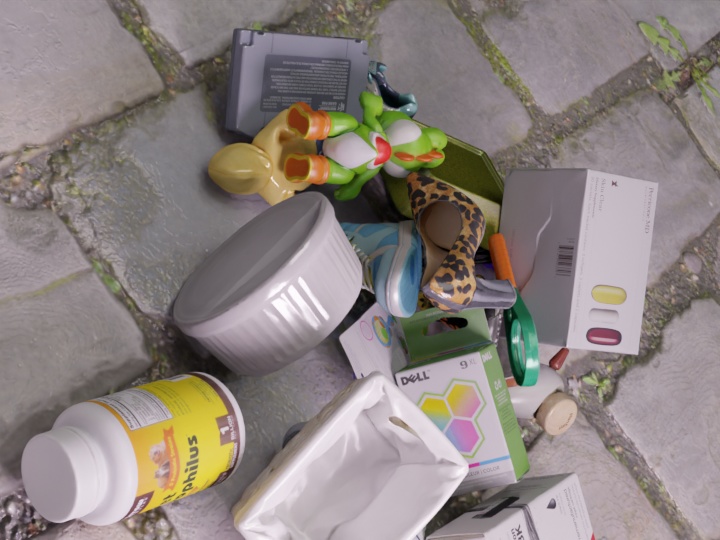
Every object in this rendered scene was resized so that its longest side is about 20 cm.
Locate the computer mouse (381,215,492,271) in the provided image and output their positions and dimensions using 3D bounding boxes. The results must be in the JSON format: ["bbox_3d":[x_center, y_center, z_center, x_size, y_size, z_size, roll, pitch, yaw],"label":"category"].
[{"bbox_3d":[0.066,-0.062,1.904,0.139,0.046,0.200,-9,49,-38],"label":"computer mouse"}]

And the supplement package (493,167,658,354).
[{"bbox_3d":[0.245,-0.012,1.813,0.110,0.155,0.203,6,90,-32],"label":"supplement package"}]

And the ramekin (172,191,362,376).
[{"bbox_3d":[-0.087,0.020,1.584,0.094,0.201,0.203,51,36,-19],"label":"ramekin"}]

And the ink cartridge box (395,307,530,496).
[{"bbox_3d":[0.105,0.139,1.703,0.059,0.103,0.202,-19,93,-66],"label":"ink cartridge box"}]

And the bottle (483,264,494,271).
[{"bbox_3d":[0.215,-0.009,2.016,0.199,0.065,0.084,33,43,-24],"label":"bottle"}]

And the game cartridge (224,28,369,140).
[{"bbox_3d":[-0.075,-0.212,1.839,0.199,0.040,0.135,-2,100,-43],"label":"game cartridge"}]

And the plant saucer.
[{"bbox_3d":[0.109,-0.112,1.899,0.199,0.048,0.200,21,28,-31],"label":"plant saucer"}]

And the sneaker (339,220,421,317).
[{"bbox_3d":[0.000,0.000,1.729,0.200,0.129,0.081,-69,159,-73],"label":"sneaker"}]

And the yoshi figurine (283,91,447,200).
[{"bbox_3d":[0.001,-0.144,1.779,0.198,0.113,0.113,-2,59,-34],"label":"yoshi figurine"}]

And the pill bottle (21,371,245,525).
[{"bbox_3d":[-0.205,0.163,1.410,0.199,0.109,0.110,-14,71,-50],"label":"pill bottle"}]

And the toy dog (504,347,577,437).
[{"bbox_3d":[0.180,0.124,1.820,0.131,0.097,0.199,30,13,29],"label":"toy dog"}]

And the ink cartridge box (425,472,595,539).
[{"bbox_3d":[0.170,0.318,1.668,0.199,0.083,0.146,-20,95,-50],"label":"ink cartridge box"}]

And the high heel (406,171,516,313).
[{"bbox_3d":[0.076,-0.038,1.681,0.142,0.072,0.201,3,46,-51],"label":"high heel"}]

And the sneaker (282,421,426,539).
[{"bbox_3d":[-0.007,0.226,1.609,0.201,0.073,0.071,52,27,-16],"label":"sneaker"}]

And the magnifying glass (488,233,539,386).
[{"bbox_3d":[0.173,0.042,1.770,0.022,0.080,0.201,-5,51,-9],"label":"magnifying glass"}]

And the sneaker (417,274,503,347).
[{"bbox_3d":[0.108,0.046,1.806,0.089,0.071,0.200,8,12,-7],"label":"sneaker"}]

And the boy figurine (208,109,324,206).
[{"bbox_3d":[-0.087,-0.121,1.780,0.199,0.064,0.126,-21,116,-41],"label":"boy figurine"}]

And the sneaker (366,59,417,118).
[{"bbox_3d":[-0.012,-0.241,1.947,0.199,0.086,0.078,33,40,-24],"label":"sneaker"}]

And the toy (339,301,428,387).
[{"bbox_3d":[0.024,0.098,1.743,0.116,0.047,0.200,62,29,-7],"label":"toy"}]

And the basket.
[{"bbox_3d":[-0.018,0.210,1.489,0.136,0.123,0.200,46,78,-8],"label":"basket"}]
